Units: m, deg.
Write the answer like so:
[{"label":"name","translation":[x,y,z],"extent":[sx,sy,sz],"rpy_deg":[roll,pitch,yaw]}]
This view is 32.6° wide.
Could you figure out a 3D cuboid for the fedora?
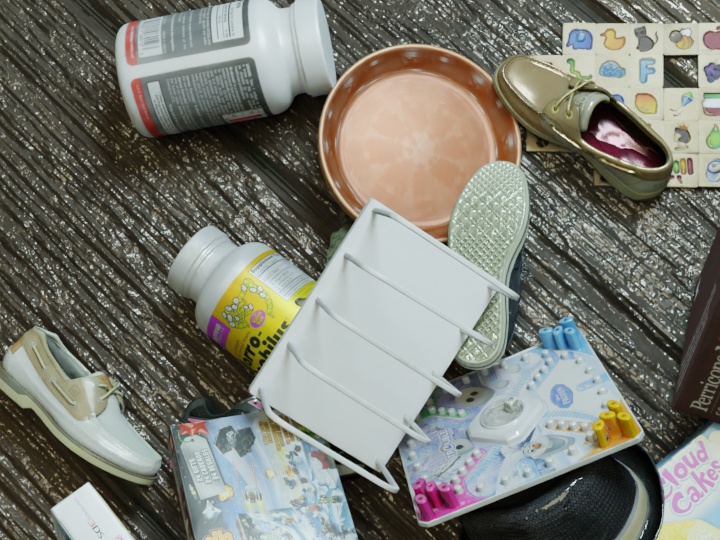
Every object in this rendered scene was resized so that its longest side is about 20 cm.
[{"label":"fedora","translation":[0.158,0.202,1.074],"extent":[0.200,0.092,0.201],"rpy_deg":[-24,37,20]}]

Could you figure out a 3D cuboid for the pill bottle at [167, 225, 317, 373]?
[{"label":"pill bottle","translation":[-0.085,0.043,1.172],"extent":[0.200,0.104,0.104],"rpy_deg":[35,86,12]}]

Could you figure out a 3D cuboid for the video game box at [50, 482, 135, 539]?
[{"label":"video game box","translation":[-0.202,0.293,1.098],"extent":[0.047,0.200,0.182],"rpy_deg":[-38,78,-23]}]

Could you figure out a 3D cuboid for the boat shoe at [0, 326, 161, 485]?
[{"label":"boat shoe","translation":[-0.267,0.130,1.196],"extent":[0.200,0.075,0.068],"rpy_deg":[34,92,13]}]

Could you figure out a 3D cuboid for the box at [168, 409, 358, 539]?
[{"label":"box","translation":[-0.079,0.215,1.053],"extent":[0.137,0.040,0.200],"rpy_deg":[-7,54,-17]}]

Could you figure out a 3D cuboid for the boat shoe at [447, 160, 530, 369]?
[{"label":"boat shoe","translation":[0.118,-0.004,1.144],"extent":[0.074,0.062,0.200],"rpy_deg":[3,76,16]}]

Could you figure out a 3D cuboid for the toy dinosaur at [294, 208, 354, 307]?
[{"label":"toy dinosaur","translation":[0.000,0.000,1.165],"extent":[0.088,0.200,0.047],"rpy_deg":[32,127,-6]}]

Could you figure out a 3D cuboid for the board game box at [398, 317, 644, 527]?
[{"label":"board game box","translation":[0.126,0.126,1.093],"extent":[0.200,0.200,0.026],"rpy_deg":[-23,114,3]}]

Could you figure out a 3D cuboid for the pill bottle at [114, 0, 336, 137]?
[{"label":"pill bottle","translation":[-0.130,-0.204,1.216],"extent":[0.200,0.116,0.116],"rpy_deg":[-9,79,5]}]

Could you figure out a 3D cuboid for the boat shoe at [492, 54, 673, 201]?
[{"label":"boat shoe","translation":[0.216,-0.148,1.174],"extent":[0.200,0.066,0.074],"rpy_deg":[35,75,9]}]

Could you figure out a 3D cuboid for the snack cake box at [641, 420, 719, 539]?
[{"label":"snack cake box","translation":[0.301,0.222,1.110],"extent":[0.200,0.067,0.115],"rpy_deg":[-40,78,-1]}]

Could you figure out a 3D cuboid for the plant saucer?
[{"label":"plant saucer","translation":[0.056,-0.121,1.199],"extent":[0.200,0.032,0.201],"rpy_deg":[2,79,-9]}]

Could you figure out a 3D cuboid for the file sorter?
[{"label":"file sorter","translation":[0.022,0.062,1.030],"extent":[0.139,0.125,0.200],"rpy_deg":[33,89,-10]}]

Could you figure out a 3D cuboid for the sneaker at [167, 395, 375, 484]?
[{"label":"sneaker","translation":[-0.084,0.156,1.166],"extent":[0.200,0.080,0.087],"rpy_deg":[2,79,7]}]

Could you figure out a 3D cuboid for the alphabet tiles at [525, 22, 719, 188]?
[{"label":"alphabet tiles","translation":[0.264,-0.164,1.213],"extent":[0.200,0.008,0.167],"rpy_deg":[1,81,8]}]

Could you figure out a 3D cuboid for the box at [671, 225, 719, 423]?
[{"label":"box","translation":[0.394,0.042,1.051],"extent":[0.200,0.166,0.164],"rpy_deg":[16,48,10]}]
